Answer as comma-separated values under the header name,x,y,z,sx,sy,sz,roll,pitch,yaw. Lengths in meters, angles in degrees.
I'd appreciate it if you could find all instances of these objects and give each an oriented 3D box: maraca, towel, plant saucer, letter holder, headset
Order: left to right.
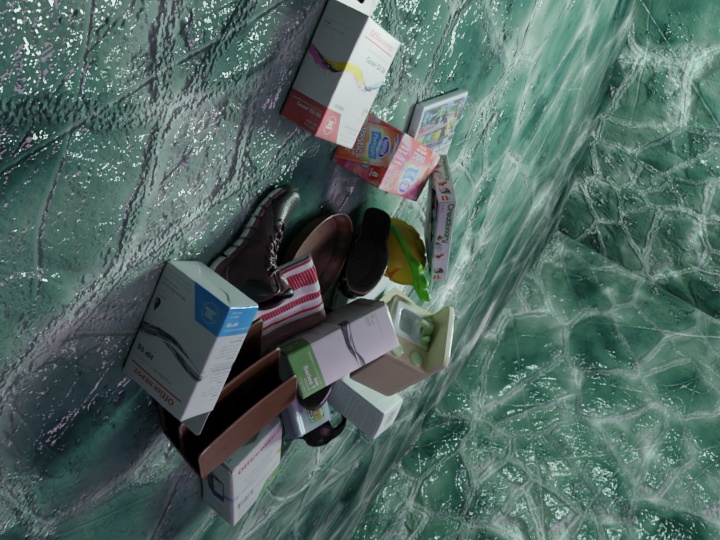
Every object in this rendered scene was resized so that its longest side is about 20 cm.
name,x,y,z,sx,sy,sz,roll,pitch,yaw
letter holder,-0.197,0.189,0.991,0.199,0.100,0.144,-37,155,-33
towel,-0.128,0.060,1.045,0.141,0.023,0.202,-26,151,-11
headset,-0.110,0.316,1.388,0.198,0.122,0.096,-29,143,-41
plant saucer,-0.084,-0.014,1.120,0.201,0.034,0.202,-48,158,-27
maraca,0.085,-0.024,1.289,0.105,0.202,0.139,-28,142,-7

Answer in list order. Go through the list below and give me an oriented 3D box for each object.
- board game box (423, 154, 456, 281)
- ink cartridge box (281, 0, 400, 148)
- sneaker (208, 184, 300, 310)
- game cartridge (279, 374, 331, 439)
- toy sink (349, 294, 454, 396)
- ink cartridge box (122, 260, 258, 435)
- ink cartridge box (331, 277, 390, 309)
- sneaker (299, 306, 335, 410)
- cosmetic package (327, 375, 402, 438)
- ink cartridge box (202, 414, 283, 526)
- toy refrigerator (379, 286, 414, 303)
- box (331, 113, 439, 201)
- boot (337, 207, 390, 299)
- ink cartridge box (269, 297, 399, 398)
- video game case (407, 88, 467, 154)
name,x,y,z,sx,sy,sz,roll,pitch,yaw
board game box,0.147,-0.096,1.223,0.203,0.033,0.129,90,-2,-48
ink cartridge box,-0.016,-0.278,0.871,0.204,0.067,0.116,-64,159,13
sneaker,-0.121,-0.017,0.912,0.202,0.114,0.076,-54,159,-13
game cartridge,-0.113,0.245,1.279,0.040,0.137,0.200,-21,173,12
toy sink,0.075,0.138,1.257,0.199,0.110,0.133,-37,-148,49
ink cartridge box,-0.226,0.105,0.832,0.204,0.114,0.066,-64,159,12
ink cartridge box,-0.002,0.074,1.421,0.199,0.040,0.204,-37,151,-44
sneaker,-0.074,0.187,1.272,0.115,0.074,0.204,82,11,-57
cosmetic package,-0.015,0.268,1.427,0.101,0.198,0.076,-14,133,-60
ink cartridge box,-0.222,0.359,1.228,0.145,0.086,0.203,-43,155,-40
toy refrigerator,0.030,0.129,1.423,0.199,0.069,0.077,-41,159,-35
box,0.048,-0.190,1.095,0.097,0.101,0.199,-62,160,11
boot,0.000,0.000,1.204,0.152,0.071,0.204,114,-10,-47
ink cartridge box,-0.048,0.130,1.146,0.196,0.086,0.145,-25,-170,-18
video game case,0.141,-0.266,1.323,0.199,0.023,0.186,-33,147,-49
